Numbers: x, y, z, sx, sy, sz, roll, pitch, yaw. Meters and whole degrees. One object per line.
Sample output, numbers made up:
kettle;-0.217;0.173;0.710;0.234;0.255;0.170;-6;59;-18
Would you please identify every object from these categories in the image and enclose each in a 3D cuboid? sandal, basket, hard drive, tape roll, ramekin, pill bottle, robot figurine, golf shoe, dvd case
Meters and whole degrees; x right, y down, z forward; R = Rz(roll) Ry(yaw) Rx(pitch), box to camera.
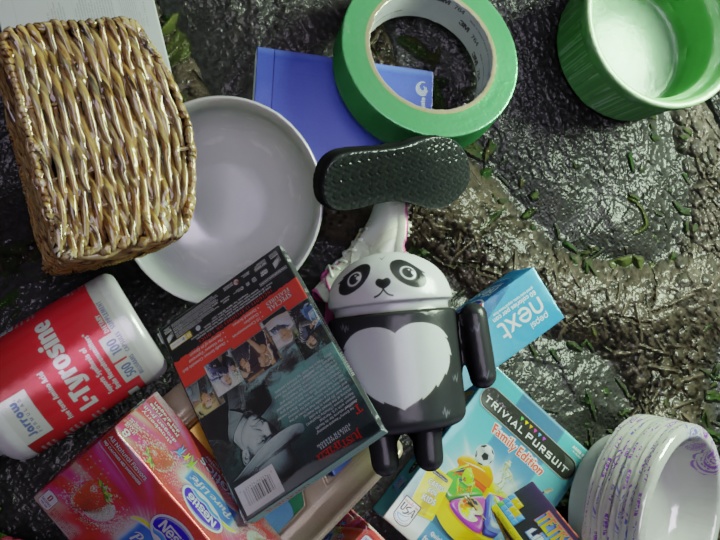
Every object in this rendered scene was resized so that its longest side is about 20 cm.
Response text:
sandal;0.032;-0.102;0.790;0.199;0.048;0.076;-5;115;-38
basket;-0.233;-0.108;0.710;0.142;0.149;0.202;-15;91;-25
hard drive;-0.019;-0.164;0.863;0.198;0.025;0.134;4;84;-14
tape roll;0.070;-0.227;0.856;0.198;0.048;0.203;4;74;-14
ramekin;0.329;-0.275;0.924;0.198;0.098;0.202;1;84;-14
pill bottle;-0.290;0.099;0.726;0.199;0.112;0.113;-33;93;-15
robot figurine;0.033;0.084;0.734;0.149;0.124;0.202;-2;83;-38
golf shoe;0.000;0.000;0.830;0.091;0.075;0.202;12;81;-9
dvd case;-0.084;0.096;0.701;0.145;0.022;0.201;-35;64;6

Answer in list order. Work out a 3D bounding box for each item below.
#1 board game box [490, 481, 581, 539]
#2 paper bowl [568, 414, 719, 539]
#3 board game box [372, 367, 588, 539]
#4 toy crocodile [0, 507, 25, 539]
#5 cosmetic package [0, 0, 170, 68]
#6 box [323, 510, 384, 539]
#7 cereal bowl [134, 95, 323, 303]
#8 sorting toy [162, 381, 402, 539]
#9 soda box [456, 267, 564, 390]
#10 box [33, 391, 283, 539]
board game box;0.214;0.331;0.765;0.056;0.165;0.201;-29;122;-5
paper bowl;0.298;0.254;0.841;0.199;0.104;0.203;-6;98;-42
board game box;0.134;0.229;0.854;0.151;0.047;0.200;42;77;-7
toy crocodile;-0.284;0.279;0.707;0.198;0.068;0.062;20;72;23
cosmetic package;-0.275;-0.225;0.791;0.149;0.052;0.202;-13;88;-16
box;0.030;0.348;0.784;0.100;0.095;0.200;-45;96;-13
cereal bowl;-0.133;-0.068;0.784;0.198;0.083;0.203;0;94;0
sorting toy;-0.077;0.157;0.757;0.185;0.036;0.200;-40;91;-25
soda box;0.117;0.078;0.856;0.199;0.064;0.068;-33;93;-15
box;-0.161;0.220;0.673;0.099;0.095;0.200;-39;93;11
